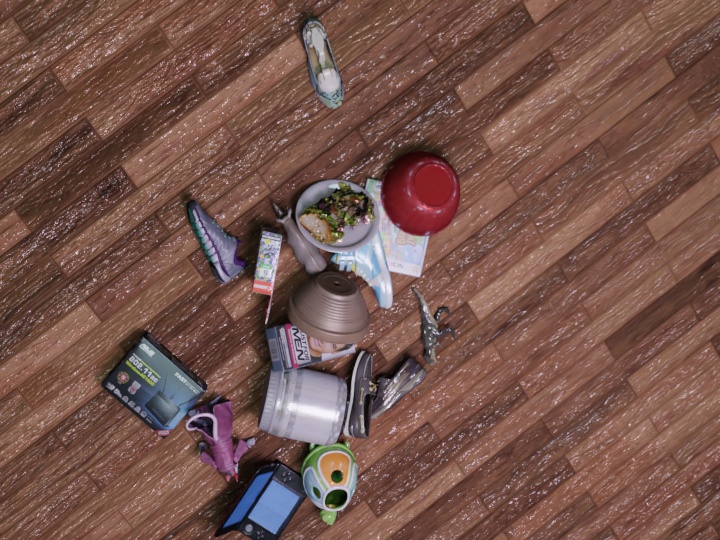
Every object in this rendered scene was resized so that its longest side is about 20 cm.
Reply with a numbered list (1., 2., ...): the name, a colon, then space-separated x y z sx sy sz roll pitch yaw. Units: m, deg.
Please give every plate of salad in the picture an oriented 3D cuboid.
1. plate of salad: -0.050 -0.132 1.589 0.194 0.048 0.205 4 58 -6

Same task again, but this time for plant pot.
1. plant pot: -0.064 0.068 1.582 0.195 0.202 0.095 12 118 -10

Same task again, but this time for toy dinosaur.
1. toy dinosaur: 0.184 0.135 1.720 0.085 0.047 0.206 -11 97 0

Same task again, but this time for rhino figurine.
1. rhino figurine: -0.142 -0.072 1.614 0.059 0.087 0.203 -33 99 -3

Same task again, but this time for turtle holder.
1. turtle holder: -0.080 0.511 1.679 0.139 0.133 0.187 25 111 -28

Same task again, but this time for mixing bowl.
1. mixing bowl: 0.153 -0.187 1.611 0.194 0.108 0.207 1 85 -11

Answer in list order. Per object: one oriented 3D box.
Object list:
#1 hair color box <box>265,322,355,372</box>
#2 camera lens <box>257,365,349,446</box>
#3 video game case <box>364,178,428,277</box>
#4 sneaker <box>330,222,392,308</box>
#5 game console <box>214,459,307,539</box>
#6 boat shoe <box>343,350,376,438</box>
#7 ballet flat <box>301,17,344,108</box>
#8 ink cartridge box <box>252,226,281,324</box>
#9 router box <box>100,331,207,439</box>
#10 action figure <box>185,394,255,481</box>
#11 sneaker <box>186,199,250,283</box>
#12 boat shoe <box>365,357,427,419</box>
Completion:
1. hair color box: -0.114 0.163 1.618 0.196 0.060 0.102 -11 87 -35
2. camera lens: -0.131 0.315 1.639 0.194 0.160 0.165 14 97 -10
3. video game case: 0.080 -0.101 1.677 0.177 0.022 0.206 11 97 -10
4. sneaker: 0.000 0.000 1.634 0.127 0.079 0.206 -14 92 -7
5. game console: -0.230 0.575 1.686 0.171 0.119 0.202 35 93 -12
6. boat shoe: 0.009 0.297 1.678 0.059 0.072 0.207 5 76 23
7. ballet flat: -0.087 -0.465 1.573 0.073 0.074 0.205 -22 102 -4
8. ink cartridge box: -0.220 0.008 1.604 0.049 0.109 0.206 10 97 -10
9. router box: -0.476 0.267 1.630 0.200 0.062 0.150 43 90 -12
10. action figure: -0.319 0.402 1.634 0.131 0.149 0.205 -20 95 -9
11. sneaker: -0.326 -0.077 1.606 0.086 0.074 0.204 -28 110 -20
12. boat shoe: 0.074 0.290 1.721 0.199 0.074 0.074 -40 77 4
